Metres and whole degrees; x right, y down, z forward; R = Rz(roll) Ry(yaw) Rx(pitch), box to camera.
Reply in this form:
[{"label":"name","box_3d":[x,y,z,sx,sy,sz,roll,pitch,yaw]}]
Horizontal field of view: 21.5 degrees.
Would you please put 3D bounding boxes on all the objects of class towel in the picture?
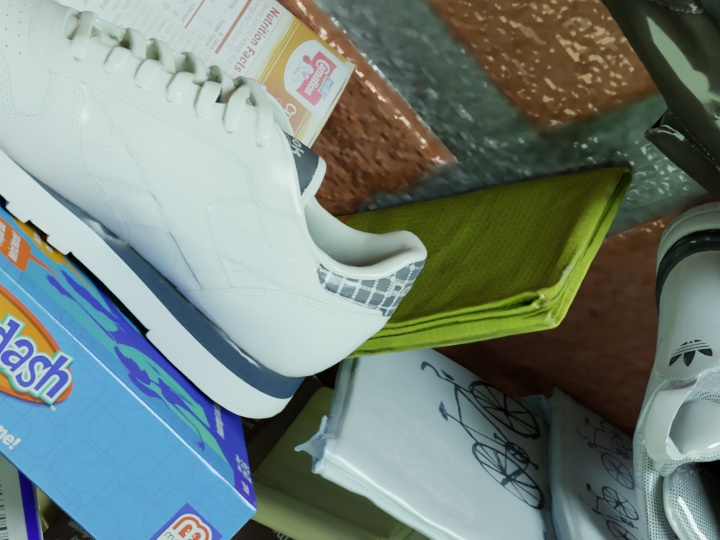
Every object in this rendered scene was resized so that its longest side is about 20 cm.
[{"label":"towel","box_3d":[0.000,0.000,0.708,0.199,0.086,0.018,-9,126,37]}]

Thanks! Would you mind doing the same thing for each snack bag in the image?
[{"label":"snack bag","box_3d":[0.072,0.081,0.696,0.199,0.189,0.021,32,105,-5]}]

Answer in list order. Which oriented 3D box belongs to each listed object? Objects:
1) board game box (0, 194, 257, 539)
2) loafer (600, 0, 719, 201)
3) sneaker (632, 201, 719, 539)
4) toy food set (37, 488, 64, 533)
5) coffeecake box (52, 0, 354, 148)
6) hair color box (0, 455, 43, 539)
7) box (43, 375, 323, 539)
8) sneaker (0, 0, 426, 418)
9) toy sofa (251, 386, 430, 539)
[{"label":"board game box","box_3d":[-0.121,0.002,0.613,0.045,0.152,0.200,-45,104,4]},{"label":"loafer","box_3d":[0.130,-0.051,0.596,0.071,0.073,0.200,-4,127,47]},{"label":"sneaker","box_3d":[0.156,0.081,0.677,0.075,0.115,0.200,-15,125,36]},{"label":"toy food set","box_3d":[-0.175,0.166,0.911,0.198,0.049,0.200,-19,113,47]},{"label":"coffeecake box","box_3d":[-0.128,-0.080,0.704,0.200,0.073,0.153,39,138,-13]},{"label":"hair color box","box_3d":[-0.185,0.105,0.715,0.200,0.065,0.110,-17,80,54]},{"label":"box","box_3d":[-0.079,0.137,0.808,0.075,0.200,0.100,19,149,53]},{"label":"sneaker","box_3d":[-0.069,-0.044,0.615,0.080,0.077,0.200,-40,111,21]},{"label":"toy sofa","box_3d":[0.023,0.150,0.789,0.083,0.098,0.200,19,153,44]}]
